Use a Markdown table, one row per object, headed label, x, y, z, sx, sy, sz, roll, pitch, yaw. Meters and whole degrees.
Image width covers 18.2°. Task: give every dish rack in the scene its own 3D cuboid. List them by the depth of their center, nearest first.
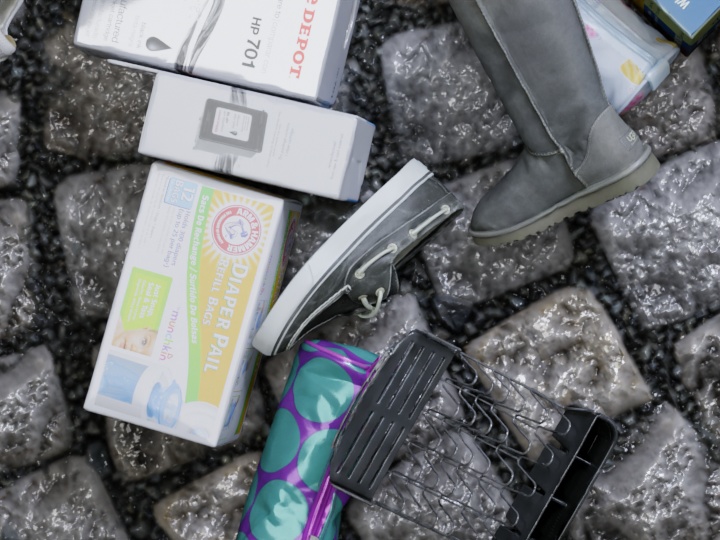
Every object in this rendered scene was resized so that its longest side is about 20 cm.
| label | x | y | z | sx | sy | sz | roll | pitch | yaw |
| --- | --- | --- | --- | --- | --- | --- | --- | --- | --- |
| dish rack | 0.080 | 0.139 | 1.712 | 0.200 | 0.055 | 0.154 | 28 | 92 | -28 |

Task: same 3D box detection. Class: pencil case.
| label | x | y | z | sx | sy | sz | roll | pitch | yaw |
| --- | --- | --- | --- | --- | --- | --- | --- | --- | --- |
| pencil case | 0.152 | -0.205 | 1.730 | 0.200 | 0.091 | 0.083 | 45 | 58 | 3 |
| pencil case | -0.036 | 0.154 | 1.748 | 0.085 | 0.092 | 0.200 | 18 | 90 | -32 |

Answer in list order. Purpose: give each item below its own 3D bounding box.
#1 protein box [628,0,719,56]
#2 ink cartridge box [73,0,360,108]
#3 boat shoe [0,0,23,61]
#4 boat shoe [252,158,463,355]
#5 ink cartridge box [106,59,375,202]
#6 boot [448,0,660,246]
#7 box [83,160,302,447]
| label | x | y | z | sx | sy | sz | roll | pitch | yaw |
| --- | --- | --- | --- | --- | --- | --- | --- | --- | --- |
| protein box | 0.248 | -0.305 | 1.696 | 0.199 | 0.135 | 0.200 | 45 | 95 | 5 |
| ink cartridge box | -0.106 | -0.220 | 1.765 | 0.200 | 0.086 | 0.147 | 13 | 91 | 8 |
| boat shoe | -0.307 | -0.191 | 1.795 | 0.069 | 0.071 | 0.200 | 31 | 92 | 8 |
| boat shoe | 0.000 | 0.000 | 1.733 | 0.064 | 0.071 | 0.200 | 42 | 73 | 6 |
| ink cartridge box | -0.097 | -0.107 | 1.747 | 0.200 | 0.116 | 0.067 | 13 | 92 | 7 |
| boot | 0.114 | -0.132 | 1.699 | 0.182 | 0.073 | 0.200 | -26 | 107 | 29 |
| box | -0.128 | 0.025 | 1.756 | 0.112 | 0.101 | 0.200 | 15 | 91 | 7 |
